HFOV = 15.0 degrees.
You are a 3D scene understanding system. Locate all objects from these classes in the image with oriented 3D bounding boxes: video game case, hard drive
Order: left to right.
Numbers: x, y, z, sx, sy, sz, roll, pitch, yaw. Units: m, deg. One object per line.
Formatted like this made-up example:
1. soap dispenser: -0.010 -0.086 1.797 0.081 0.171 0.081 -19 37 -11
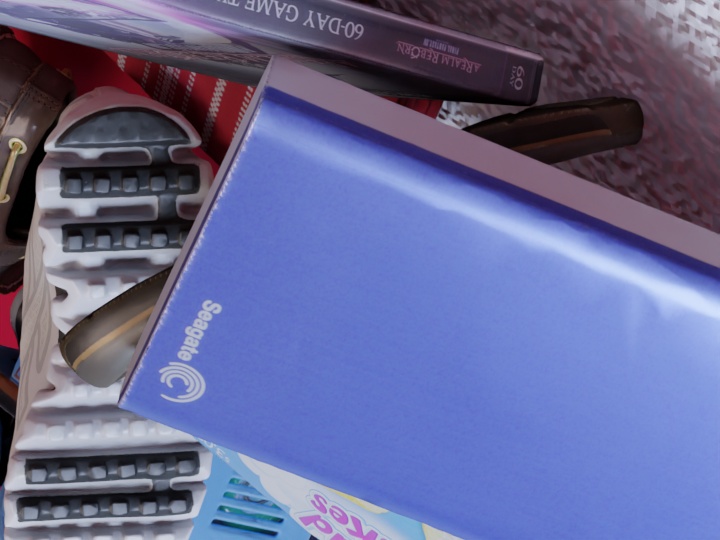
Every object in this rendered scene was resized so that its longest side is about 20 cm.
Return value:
1. video game case: -0.068 -0.076 0.763 0.200 0.019 0.143 13 178 -37
2. hard drive: 0.045 0.028 0.770 0.200 0.025 0.132 22 133 -7

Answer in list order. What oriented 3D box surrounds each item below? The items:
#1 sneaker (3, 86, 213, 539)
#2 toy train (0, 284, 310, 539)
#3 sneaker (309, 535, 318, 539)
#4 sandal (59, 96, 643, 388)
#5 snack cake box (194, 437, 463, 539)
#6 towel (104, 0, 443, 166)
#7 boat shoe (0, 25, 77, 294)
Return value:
1. sneaker: -0.093 0.029 0.993 0.081 0.075 0.200 -135 51 -68
2. toy train: -0.095 0.070 1.093 0.087 0.114 0.200 20 -171 -42
3. sneaker: 0.039 0.169 1.075 0.108 0.070 0.200 -19 103 55
4. sandal: 0.000 0.000 0.809 0.200 0.082 0.055 -26 90 20
5. snack cake box: 0.042 0.073 0.913 0.200 0.067 0.115 38 153 8
6. towel: -0.057 -0.096 0.921 0.200 0.022 0.145 45 154 11
7. boat shoe: -0.141 -0.035 1.086 0.059 0.072 0.200 29 157 9
